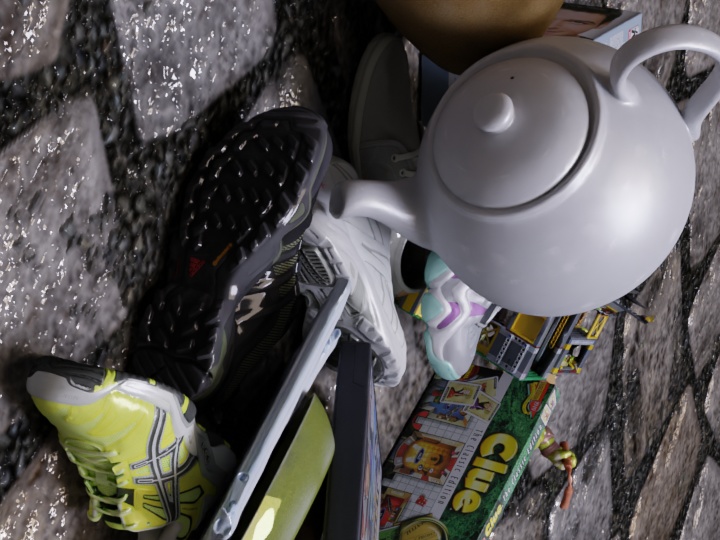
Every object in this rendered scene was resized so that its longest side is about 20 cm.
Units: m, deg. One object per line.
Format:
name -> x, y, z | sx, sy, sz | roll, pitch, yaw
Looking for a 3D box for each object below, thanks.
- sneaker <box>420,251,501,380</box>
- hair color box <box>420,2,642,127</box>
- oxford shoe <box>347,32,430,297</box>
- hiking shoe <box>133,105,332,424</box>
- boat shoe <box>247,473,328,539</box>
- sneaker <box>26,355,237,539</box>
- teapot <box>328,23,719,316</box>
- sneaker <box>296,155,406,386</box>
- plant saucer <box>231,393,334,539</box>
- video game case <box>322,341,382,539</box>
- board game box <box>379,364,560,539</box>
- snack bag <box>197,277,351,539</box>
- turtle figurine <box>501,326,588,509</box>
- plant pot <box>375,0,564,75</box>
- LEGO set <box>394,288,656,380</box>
sneaker -> 0.122, -0.013, 1.264 | 0.078, 0.139, 0.202 | -9, 108, -75
hair color box -> 0.136, -0.158, 1.387 | 0.200, 0.098, 0.061 | -33, 129, -53
oxford shoe -> 0.028, -0.071, 1.268 | 0.075, 0.057, 0.202 | -31, 127, -52
hiking shoe -> -0.072, -0.005, 1.108 | 0.201, 0.075, 0.101 | -63, 159, -7
boat shoe -> -0.049, 0.209, 1.230 | 0.201, 0.068, 0.072 | -65, 150, -23
sneaker -> -0.131, 0.109, 1.027 | 0.200, 0.075, 0.077 | 49, 57, -56
teapot -> 0.116, -0.076, 1.141 | 0.201, 0.196, 0.146 | -62, 146, -8
sneaker -> 0.000, 0.000, 1.229 | 0.100, 0.077, 0.201 | -63, 150, -32
plant saucer -> -0.065, 0.172, 1.117 | 0.201, 0.031, 0.200 | -61, -178, 3
video game case -> -0.005, 0.181, 1.217 | 0.181, 0.025, 0.201 | 84, 9, -57
board game box -> 0.071, 0.159, 1.396 | 0.201, 0.104, 0.024 | -59, 149, -32
snack bag -> -0.059, 0.109, 1.117 | 0.189, 0.021, 0.200 | -63, -179, -26
turtle figurine -> 0.159, 0.109, 1.583 | 0.200, 0.064, 0.162 | 59, 43, -42
plant pot -> 0.075, -0.219, 1.188 | 0.200, 0.185, 0.187 | 72, 39, -64
LEGO set -> 0.130, 0.005, 1.388 | 0.199, 0.153, 0.117 | 12, 109, -55
